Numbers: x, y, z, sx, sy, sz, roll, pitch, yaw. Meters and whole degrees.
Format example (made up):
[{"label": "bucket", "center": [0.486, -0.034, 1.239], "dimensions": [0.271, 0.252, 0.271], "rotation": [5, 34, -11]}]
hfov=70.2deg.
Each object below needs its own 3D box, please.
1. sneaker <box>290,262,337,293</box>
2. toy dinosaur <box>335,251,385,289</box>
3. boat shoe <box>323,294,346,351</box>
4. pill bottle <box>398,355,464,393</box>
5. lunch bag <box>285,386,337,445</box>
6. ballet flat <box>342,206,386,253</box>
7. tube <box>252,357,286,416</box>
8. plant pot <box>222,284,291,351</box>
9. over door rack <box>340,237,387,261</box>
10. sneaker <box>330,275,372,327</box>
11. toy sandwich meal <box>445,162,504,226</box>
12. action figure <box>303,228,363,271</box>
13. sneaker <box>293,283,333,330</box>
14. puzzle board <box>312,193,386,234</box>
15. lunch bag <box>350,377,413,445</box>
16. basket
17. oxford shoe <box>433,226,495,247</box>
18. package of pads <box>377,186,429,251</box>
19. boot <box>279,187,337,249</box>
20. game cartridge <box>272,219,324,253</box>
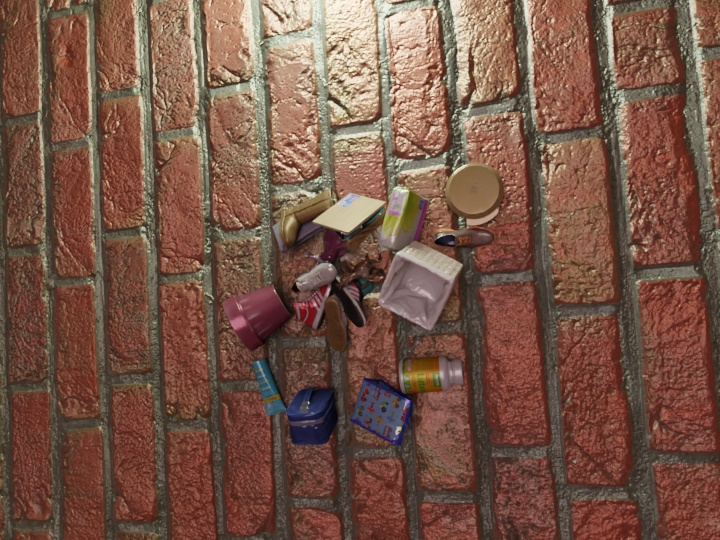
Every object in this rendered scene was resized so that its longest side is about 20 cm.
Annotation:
[{"label": "sneaker", "center": [-0.157, 0.038, 1.702], "dimensions": [0.200, 0.085, 0.073], "rotation": [-24, 107, 44]}, {"label": "toy dinosaur", "center": [0.000, 0.000, 1.682], "dimensions": [0.135, 0.200, 0.086], "rotation": [-21, 85, 25]}, {"label": "boat shoe", "center": [-0.075, 0.178, 1.754], "dimensions": [0.071, 0.069, 0.201], "rotation": [1, 109, 19]}, {"label": "pill bottle", "center": [0.229, 0.334, 1.650], "dimensions": [0.199, 0.111, 0.111], "rotation": [-8, 86, 13]}, {"label": "lunch bag", "center": [-0.156, 0.468, 1.700], "dimensions": [0.135, 0.200, 0.133], "rotation": [-5, 105, 11]}, {"label": "ballet flat", "center": [0.026, -0.122, 1.635], "dimensions": [0.200, 0.068, 0.072], "rotation": [-44, 107, -31]}, {"label": "tube", "center": [-0.329, 0.412, 1.819], "dimensions": [0.077, 0.050, 0.201], "rotation": [-20, 88, 19]}, {"label": "plant pot", "center": [-0.347, 0.149, 1.767], "dimensions": [0.179, 0.200, 0.200], "rotation": [-30, 81, -5]}, {"label": "over door rack", "center": [0.007, -0.122, 1.695], "dimensions": [0.200, 0.067, 0.148], "rotation": [-15, 81, -31]}, {"label": "sneaker", "center": [-0.004, 0.091, 1.711], "dimensions": [0.200, 0.120, 0.084], "rotation": [59, 145, 22]}, {"label": "toy sandwich meal", "center": [0.375, -0.248, 1.666], "dimensions": [0.204, 0.070, 0.206], "rotation": [-2, 84, 16]}, {"label": "action figure", "center": [-0.105, -0.049, 1.771], "dimensions": [0.149, 0.134, 0.200], "rotation": [20, 105, -25]}, {"label": "sneaker", "center": [-0.162, 0.094, 1.776], "dimensions": [0.112, 0.071, 0.201], "rotation": [22, 95, 10]}, {"label": "puzzle board", "center": [-0.034, -0.183, 1.644], "dimensions": [0.150, 0.200, 0.017], "rotation": [19, 135, 34]}, {"label": "lunch bag", "center": [0.082, 0.454, 1.647], "dimensions": [0.200, 0.094, 0.151], "rotation": [20, 93, 45]}, {"label": "basket", "center": [0.191, 0.041, 1.620], "dimensions": [0.200, 0.161, 0.199], "rotation": [27, 119, 13]}, {"label": "oxford shoe", "center": [0.334, -0.097, 1.654], "dimensions": [0.199, 0.073, 0.072], "rotation": [-3, 111, 17]}, {"label": "package of pads", "center": [0.141, -0.158, 1.666], "dimensions": [0.068, 0.154, 0.201], "rotation": [18, 92, 35]}, {"label": "boot", "center": [-0.174, -0.177, 1.722], "dimensions": [0.199, 0.066, 0.176], "rotation": [-20, 55, 17]}, {"label": "game cartridge", "center": [-0.208, -0.159, 1.792], "dimensions": [0.200, 0.038, 0.130], "rotation": [-31, 50, 11]}]
